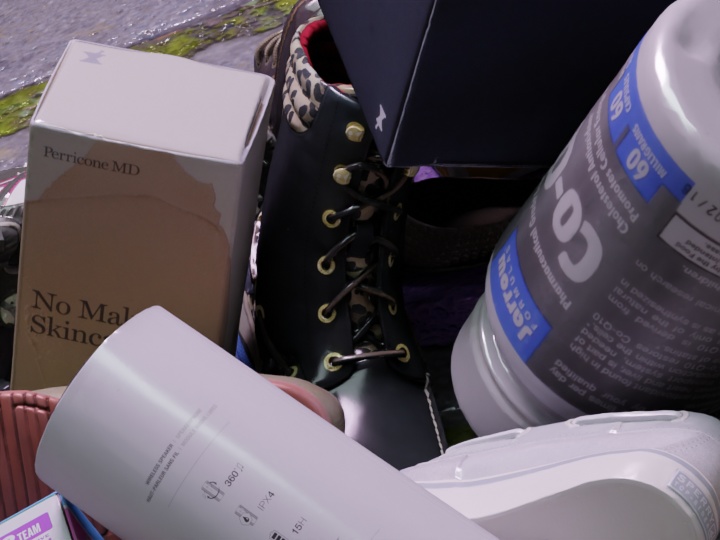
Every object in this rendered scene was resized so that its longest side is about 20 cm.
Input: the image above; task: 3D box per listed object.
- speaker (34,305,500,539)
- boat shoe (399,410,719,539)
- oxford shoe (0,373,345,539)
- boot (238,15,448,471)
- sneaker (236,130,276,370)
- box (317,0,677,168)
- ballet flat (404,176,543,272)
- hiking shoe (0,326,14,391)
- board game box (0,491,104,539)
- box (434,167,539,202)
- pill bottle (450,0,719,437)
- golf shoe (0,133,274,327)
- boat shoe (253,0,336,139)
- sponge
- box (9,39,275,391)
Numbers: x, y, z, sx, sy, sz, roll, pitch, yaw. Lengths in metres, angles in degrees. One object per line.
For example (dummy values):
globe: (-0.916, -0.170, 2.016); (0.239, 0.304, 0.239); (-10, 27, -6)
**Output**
speaker: (-0.019, 0.098, 0.803); (0.200, 0.081, 0.081); (33, 51, 14)
boat shoe: (0.055, 0.092, 0.851); (0.200, 0.072, 0.069); (-24, 14, 40)
oxford shoe: (-0.102, 0.079, 0.908); (0.200, 0.071, 0.074); (-3, 5, 12)
boot: (-0.002, 0.000, 0.957); (0.073, 0.154, 0.204); (-1, 36, -21)
sneaker: (-0.058, -0.004, 1.123); (0.085, 0.077, 0.200); (-3, 42, 17)
box: (0.089, -0.147, 0.949); (0.198, 0.123, 0.200); (-1, 42, -19)
ballet flat: (0.073, -0.029, 1.035); (0.200, 0.046, 0.067); (5, 37, 34)
hiking shoe: (-0.205, 0.056, 1.099); (0.101, 0.076, 0.200); (-12, 31, 9)
board game box: (-0.140, 0.192, 0.787); (0.153, 0.040, 0.200); (-28, 46, 2)
box: (0.058, -0.134, 1.165); (0.112, 0.101, 0.200); (-23, 28, -4)
pill bottle: (0.117, -0.005, 0.862); (0.114, 0.200, 0.114); (14, 49, -17)
golf shoe: (-0.137, -0.033, 1.068); (0.200, 0.077, 0.088); (-21, 35, -7)
boat shoe: (-0.024, -0.090, 1.093); (0.074, 0.200, 0.073); (-34, 71, -14)
sponge: (0.070, -0.029, 1.115); (0.112, 0.030, 0.200); (-9, 31, 19)
box: (-0.099, 0.009, 0.966); (0.095, 0.200, 0.078); (10, 34, 2)
